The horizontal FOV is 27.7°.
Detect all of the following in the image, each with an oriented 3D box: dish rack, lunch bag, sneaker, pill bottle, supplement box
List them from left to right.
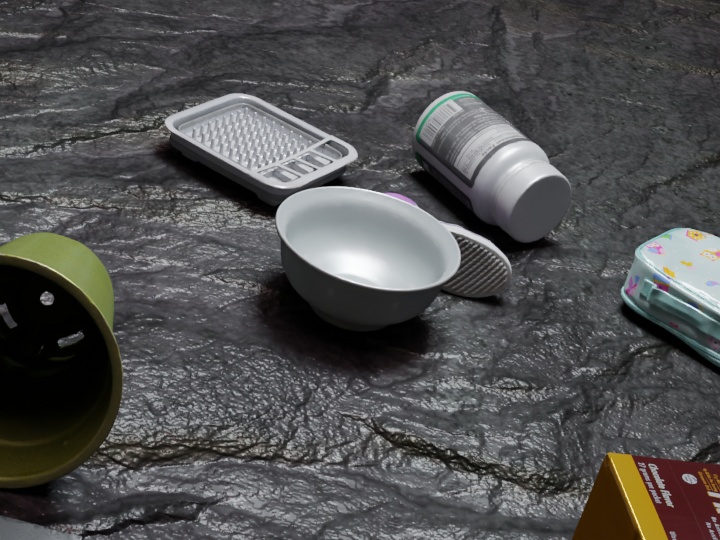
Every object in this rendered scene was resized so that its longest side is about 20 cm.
[{"bbox_3d":[-0.122,-0.143,1.753,0.199,0.044,0.171,30,34,23],"label":"dish rack"},{"bbox_3d":[0.081,-0.041,1.651,0.199,0.073,0.114,21,24,5],"label":"sneaker"},{"bbox_3d":[0.160,-0.126,1.780,0.112,0.114,0.200,-9,38,-34],"label":"pill bottle"},{"bbox_3d":[0.264,0.264,1.104,0.198,0.199,0.133,8,31,-13],"label":"supplement box"},{"bbox_3d":[0.400,0.033,1.660,0.199,0.078,0.160,33,36,28],"label":"lunch bag"}]

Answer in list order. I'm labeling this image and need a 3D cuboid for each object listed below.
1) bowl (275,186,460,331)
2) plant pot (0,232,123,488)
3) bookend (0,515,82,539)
[{"bbox_3d":[0.000,0.000,1.526,0.199,0.091,0.202,10,31,-6],"label":"bowl"},{"bbox_3d":[-0.286,0.051,1.247,0.198,0.202,0.190,13,19,-4],"label":"plant pot"},{"bbox_3d":[-0.311,0.252,0.976,0.198,0.093,0.199,14,32,-4],"label":"bookend"}]
